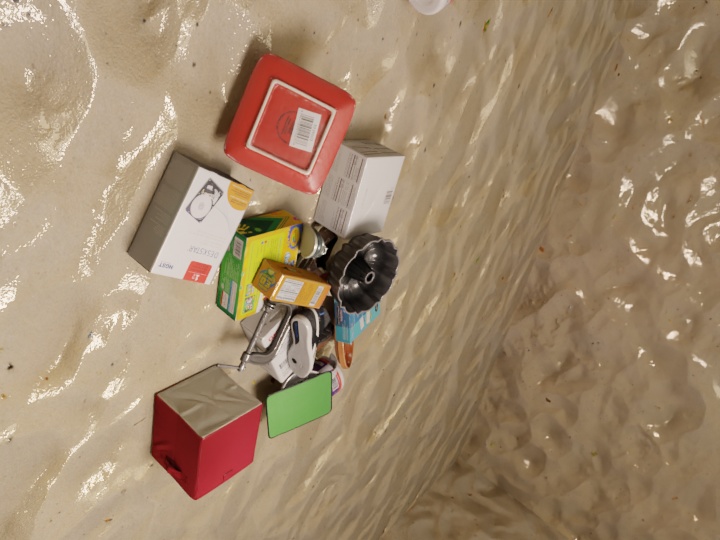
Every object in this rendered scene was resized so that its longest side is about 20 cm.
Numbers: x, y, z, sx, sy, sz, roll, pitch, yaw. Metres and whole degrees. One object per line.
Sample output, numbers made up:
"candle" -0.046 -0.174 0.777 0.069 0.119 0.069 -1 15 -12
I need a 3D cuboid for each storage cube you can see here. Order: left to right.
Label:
"storage cube" -0.344 0.356 1.339 0.198 0.170 0.183 -21 134 -48

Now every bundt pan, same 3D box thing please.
"bundt pan" 0.000 0.000 1.438 0.200 0.075 0.205 -27 134 -32

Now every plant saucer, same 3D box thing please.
"plant saucer" -0.047 0.176 1.704 0.200 0.032 0.205 -2 90 -82

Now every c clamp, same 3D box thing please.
"c clamp" -0.214 0.141 1.336 0.170 0.027 0.203 30 87 -57

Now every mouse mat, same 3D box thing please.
"mouse mat" -0.161 0.359 1.605 0.197 0.008 0.164 -17 128 -27

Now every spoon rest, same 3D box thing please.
"spoon rest" -0.132 0.289 1.613 0.198 0.060 0.101 -24 132 -40

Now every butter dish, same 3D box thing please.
"butter dish" -0.137 -0.275 1.136 0.196 0.148 0.203 22 100 -17

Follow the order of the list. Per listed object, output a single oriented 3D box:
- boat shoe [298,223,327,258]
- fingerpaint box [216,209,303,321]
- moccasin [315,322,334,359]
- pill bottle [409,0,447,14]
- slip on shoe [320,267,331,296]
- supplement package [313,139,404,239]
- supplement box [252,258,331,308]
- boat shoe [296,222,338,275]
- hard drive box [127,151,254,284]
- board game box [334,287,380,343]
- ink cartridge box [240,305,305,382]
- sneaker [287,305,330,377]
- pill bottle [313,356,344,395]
"boat shoe" -0.104 -0.063 1.333 0.061 0.200 0.075 5 91 -17
"fingerpaint box" -0.219 -0.014 1.301 0.166 0.073 0.203 -22 134 -47
"moccasin" -0.146 0.211 1.631 0.201 0.073 0.078 -46 163 -31
"pill bottle" 0.196 -0.663 1.328 0.200 0.111 0.113 -44 148 -25
"slip on shoe" -0.058 0.006 1.601 0.200 0.060 0.076 -43 136 -53
"supplement package" -0.003 -0.198 1.439 0.155 0.110 0.203 -16 130 -51
"supplement box" -0.147 0.032 1.314 0.070 0.066 0.199 -58 151 5
"boat shoe" -0.115 -0.012 1.464 0.074 0.074 0.205 -6 124 -56
"hard drive box" -0.304 -0.090 1.092 0.155 0.076 0.203 16 103 -60
"board game box" -0.006 0.083 1.615 0.200 0.046 0.154 -38 131 -58
"ink cartridge box" -0.196 0.157 1.484 0.146 0.083 0.202 -45 147 -25
"sneaker" -0.116 0.163 1.457 0.112 0.072 0.203 -43 152 -43
"pill bottle" -0.150 0.339 1.697 0.199 0.111 0.113 -30 141 -37
